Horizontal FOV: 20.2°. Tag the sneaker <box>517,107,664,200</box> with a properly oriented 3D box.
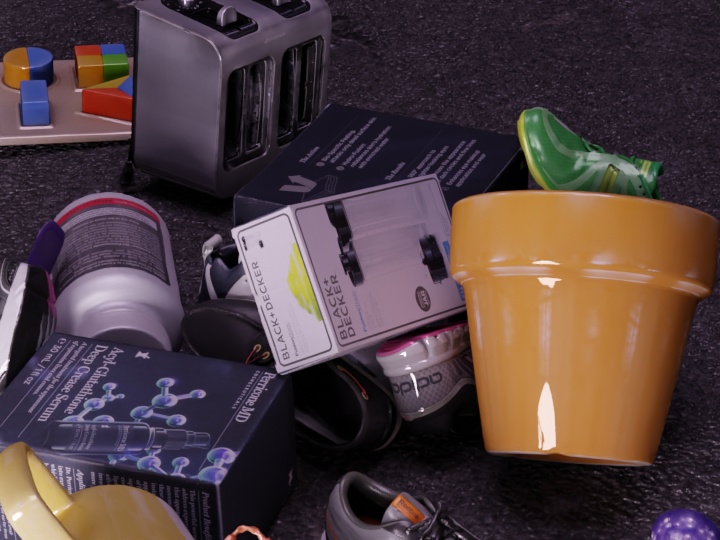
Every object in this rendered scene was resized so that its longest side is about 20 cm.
[{"bbox_3d":[0.219,-0.078,1.750,0.200,0.084,0.074,41,30,-9],"label":"sneaker"}]

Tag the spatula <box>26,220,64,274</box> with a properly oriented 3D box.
[{"bbox_3d":[-0.259,0.058,1.583,0.020,0.057,0.201,3,73,8],"label":"spatula"}]

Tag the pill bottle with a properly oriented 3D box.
[{"bbox_3d":[-0.202,0.028,1.659,0.110,0.111,0.200,-6,31,-7],"label":"pill bottle"}]

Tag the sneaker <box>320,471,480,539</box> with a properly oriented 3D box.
[{"bbox_3d":[0.052,0.201,1.388,0.200,0.080,0.074,21,36,31],"label":"sneaker"}]

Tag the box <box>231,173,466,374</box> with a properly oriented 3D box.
[{"bbox_3d":[0.000,0.000,1.534,0.060,0.117,0.200,-20,-4,36],"label":"box"}]

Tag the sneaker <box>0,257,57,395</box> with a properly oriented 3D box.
[{"bbox_3d":[-0.294,0.080,1.519,0.086,0.080,0.201,10,72,13],"label":"sneaker"}]

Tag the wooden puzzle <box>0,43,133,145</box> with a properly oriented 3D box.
[{"bbox_3d":[-0.302,-0.187,2.083,0.199,0.046,0.185,-7,32,-9],"label":"wooden puzzle"}]

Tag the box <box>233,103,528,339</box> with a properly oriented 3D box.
[{"bbox_3d":[0.022,-0.041,1.753,0.199,0.118,0.197,13,33,21],"label":"box"}]

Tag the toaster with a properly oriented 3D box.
[{"bbox_3d":[-0.129,-0.173,1.930,0.118,0.201,0.181,22,31,30],"label":"toaster"}]

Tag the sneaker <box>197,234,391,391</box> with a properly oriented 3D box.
[{"bbox_3d":[-0.051,0.024,1.637,0.199,0.130,0.079,20,39,32],"label":"sneaker"}]

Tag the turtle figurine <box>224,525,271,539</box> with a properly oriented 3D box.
[{"bbox_3d":[-0.047,0.268,1.254,0.161,0.201,0.064,17,-6,-9],"label":"turtle figurine"}]

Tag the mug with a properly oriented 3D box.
[{"bbox_3d":[-0.159,0.200,1.317,0.149,0.187,0.153,-4,23,-13],"label":"mug"}]

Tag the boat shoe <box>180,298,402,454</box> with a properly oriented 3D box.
[{"bbox_3d":[-0.062,0.077,1.571,0.201,0.074,0.063,30,10,24],"label":"boat shoe"}]

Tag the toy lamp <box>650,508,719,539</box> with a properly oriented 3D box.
[{"bbox_3d":[0.196,0.237,1.344,0.058,0.058,0.200,9,30,17],"label":"toy lamp"}]

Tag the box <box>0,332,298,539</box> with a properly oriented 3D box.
[{"bbox_3d":[-0.164,0.140,1.476,0.199,0.107,0.149,8,32,16],"label":"box"}]

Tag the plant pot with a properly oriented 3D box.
[{"bbox_3d":[0.160,0.049,1.498,0.199,0.184,0.200,5,-8,1],"label":"plant pot"}]

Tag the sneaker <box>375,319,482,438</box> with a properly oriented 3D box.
[{"bbox_3d":[0.081,0.085,1.592,0.074,0.088,0.200,-12,0,30],"label":"sneaker"}]
